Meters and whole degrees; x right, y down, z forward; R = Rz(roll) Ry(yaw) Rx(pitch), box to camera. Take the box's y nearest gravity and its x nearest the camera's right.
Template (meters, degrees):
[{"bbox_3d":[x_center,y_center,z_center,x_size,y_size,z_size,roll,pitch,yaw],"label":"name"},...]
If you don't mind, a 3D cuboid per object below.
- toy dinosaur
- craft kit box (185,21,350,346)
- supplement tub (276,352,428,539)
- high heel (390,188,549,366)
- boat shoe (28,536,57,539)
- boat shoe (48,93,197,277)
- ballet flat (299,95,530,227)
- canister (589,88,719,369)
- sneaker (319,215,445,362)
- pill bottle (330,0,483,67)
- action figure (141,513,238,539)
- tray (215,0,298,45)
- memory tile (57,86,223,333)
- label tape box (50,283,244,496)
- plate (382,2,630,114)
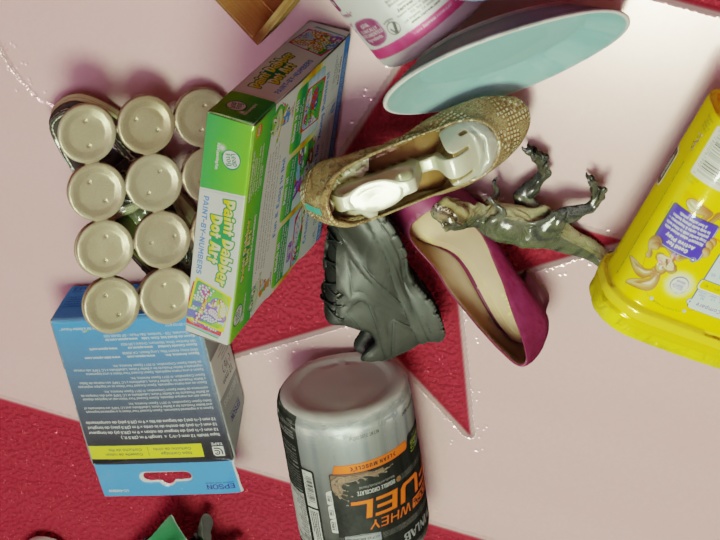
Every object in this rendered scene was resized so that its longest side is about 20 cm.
[{"bbox_3d":[0.155,-0.048,1.529,0.199,0.048,0.089,19,110,-17],"label":"toy dinosaur"},{"bbox_3d":[-0.073,-0.073,1.478,0.048,0.198,0.201,16,122,12],"label":"craft kit box"},{"bbox_3d":[-0.004,0.186,1.659,0.122,0.123,0.201,-1,120,14],"label":"supplement tub"},{"bbox_3d":[0.084,-0.007,1.540,0.200,0.096,0.067,38,121,-10],"label":"high heel"},{"bbox_3d":[-0.323,0.364,1.867,0.072,0.071,0.201,9,121,8],"label":"boat shoe"},{"bbox_3d":[-0.199,-0.063,1.590,0.072,0.066,0.201,-29,111,25],"label":"boat shoe"},{"bbox_3d":[0.050,-0.080,1.460,0.199,0.065,0.071,-24,114,-3],"label":"ballet flat"},{"bbox_3d":[0.295,-0.032,1.476,0.148,0.087,0.201,19,121,-14],"label":"canister"},{"bbox_3d":[0.000,0.000,1.553,0.090,0.076,0.201,-28,118,0],"label":"sneaker"},{"bbox_3d":[0.001,-0.265,1.398,0.113,0.114,0.200,-32,108,27],"label":"pill bottle"},{"bbox_3d":[-0.201,0.306,1.816,0.200,0.055,0.118,-34,109,35],"label":"action figure"},{"bbox_3d":[-0.081,-0.241,1.393,0.037,0.200,0.099,-45,95,-15],"label":"tray"},{"bbox_3d":[-0.173,-0.051,1.559,0.152,0.017,0.201,-11,106,-18],"label":"memory tile"},{"bbox_3d":[-0.188,0.110,1.692,0.142,0.066,0.201,-3,122,15],"label":"label tape box"},{"bbox_3d":[0.108,-0.167,1.404,0.199,0.200,0.026,-22,81,23],"label":"plate"}]
